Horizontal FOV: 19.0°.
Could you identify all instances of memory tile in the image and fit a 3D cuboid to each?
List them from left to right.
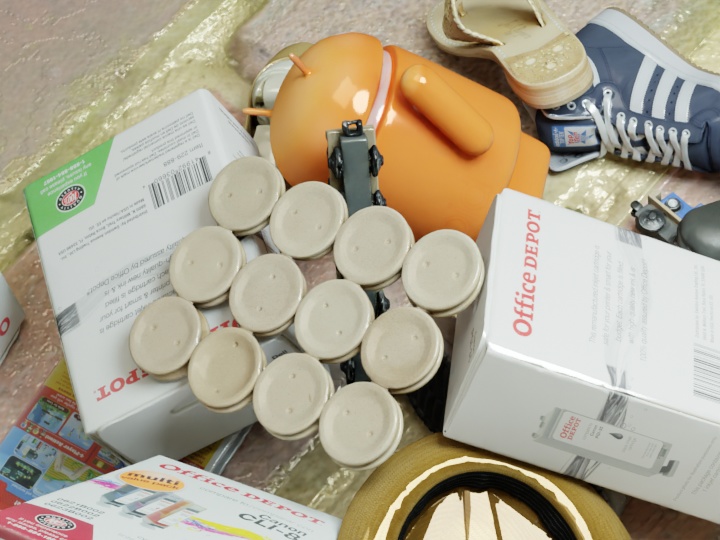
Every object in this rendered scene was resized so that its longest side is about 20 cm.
[{"bbox_3d":[-0.034,0.023,1.271,0.199,0.017,0.154,22,78,31],"label":"memory tile"}]

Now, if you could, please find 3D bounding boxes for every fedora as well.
[{"bbox_3d":[0.068,0.196,1.248,0.199,0.082,0.202,6,62,-11],"label":"fedora"}]

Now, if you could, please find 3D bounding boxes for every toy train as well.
[{"bbox_3d":[0.000,0.000,1.349,0.034,0.202,0.046,-5,22,-4],"label":"toy train"},{"bbox_3d":[0.251,0.009,1.383,0.046,0.034,0.200,-37,57,-18],"label":"toy train"}]

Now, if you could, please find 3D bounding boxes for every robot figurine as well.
[{"bbox_3d":[0.027,-0.085,1.413,0.117,0.199,0.144,-64,17,12],"label":"robot figurine"}]

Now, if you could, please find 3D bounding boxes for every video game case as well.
[{"bbox_3d":[-0.148,0.099,1.408,0.142,0.017,0.201,24,67,24],"label":"video game case"}]

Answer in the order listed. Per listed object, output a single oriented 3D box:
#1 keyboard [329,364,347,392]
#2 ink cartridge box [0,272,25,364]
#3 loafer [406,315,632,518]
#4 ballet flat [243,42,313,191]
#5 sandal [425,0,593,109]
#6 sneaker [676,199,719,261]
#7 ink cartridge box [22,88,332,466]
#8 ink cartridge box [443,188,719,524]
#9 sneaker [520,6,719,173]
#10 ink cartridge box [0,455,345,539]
[{"bbox_3d":[-0.055,0.063,1.426,0.198,0.011,0.057,-6,55,8],"label":"keyboard"},{"bbox_3d":[-0.312,0.023,1.393,0.087,0.201,0.146,15,61,25],"label":"ink cartridge box"},{"bbox_3d":[0.101,0.087,1.349,0.071,0.073,0.200,-30,55,-33],"label":"loafer"},{"bbox_3d":[-0.053,-0.095,1.501,0.068,0.063,0.201,-2,55,13],"label":"ballet flat"},{"bbox_3d":[0.095,-0.183,1.478,0.077,0.070,0.212,-28,31,-7],"label":"sandal"},{"bbox_3d":[0.298,-0.048,1.359,0.198,0.089,0.074,-6,44,-3],"label":"sneaker"},{"bbox_3d":[-0.119,0.009,1.382,0.145,0.084,0.201,-27,57,12],"label":"ink cartridge box"},{"bbox_3d":[0.156,0.051,1.279,0.198,0.083,0.147,18,41,-7],"label":"ink cartridge box"},{"bbox_3d":[0.190,-0.094,1.443,0.108,0.070,0.200,-33,49,-17],"label":"sneaker"},{"bbox_3d":[-0.115,0.205,1.202,0.144,0.200,0.146,17,102,21],"label":"ink cartridge box"}]
